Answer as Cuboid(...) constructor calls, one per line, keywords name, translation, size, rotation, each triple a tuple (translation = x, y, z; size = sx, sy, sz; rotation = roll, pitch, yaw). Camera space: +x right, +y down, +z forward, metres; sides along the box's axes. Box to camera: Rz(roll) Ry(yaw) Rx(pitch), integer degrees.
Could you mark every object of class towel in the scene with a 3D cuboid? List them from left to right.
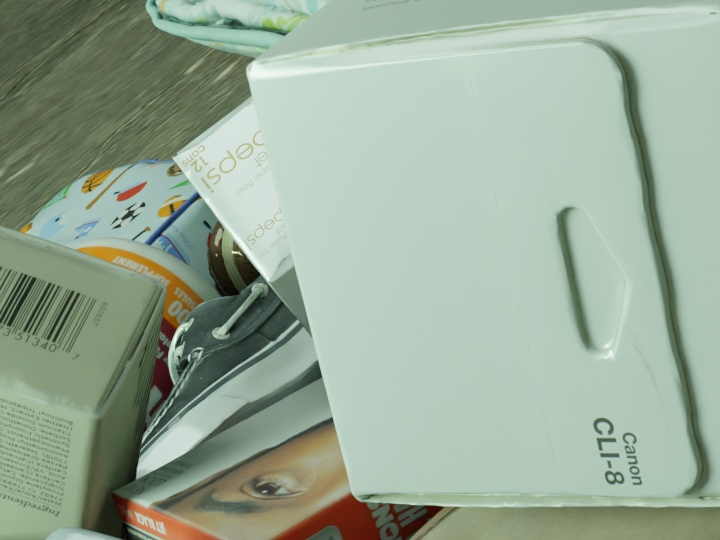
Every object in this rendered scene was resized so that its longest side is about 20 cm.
Cuboid(name="towel", translation=(-0.001, -0.119, 1.110), size=(0.200, 0.171, 0.048), rotation=(24, 97, 55))

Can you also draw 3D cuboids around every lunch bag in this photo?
Cuboid(name="lunch bag", translation=(-0.152, 0.009, 1.195), size=(0.200, 0.076, 0.160), rotation=(-8, 34, 49))

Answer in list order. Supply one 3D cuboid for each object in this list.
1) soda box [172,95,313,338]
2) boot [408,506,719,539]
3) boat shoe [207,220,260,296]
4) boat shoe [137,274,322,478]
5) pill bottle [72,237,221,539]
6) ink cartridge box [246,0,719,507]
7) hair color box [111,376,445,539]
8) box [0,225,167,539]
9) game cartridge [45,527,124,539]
Cuboid(name="soda box", translation=(0.000, 0.000, 0.802), size=(0.064, 0.200, 0.068), rotation=(-38, 63, -1))
Cuboid(name="boot", translation=(0.094, 0.097, 0.586), size=(0.200, 0.070, 0.146), rotation=(-27, 17, -1))
Cuboid(name="boat shoe", translation=(-0.038, -0.027, 1.108), size=(0.075, 0.075, 0.202), rotation=(-21, 11, 30))
Cuboid(name="boat shoe", translation=(-0.053, 0.043, 0.926), size=(0.068, 0.072, 0.200), rotation=(30, 53, 21))
Cuboid(name="pill bottle", translation=(-0.144, 0.084, 0.947), size=(0.113, 0.113, 0.200), rotation=(-16, 27, 41))
Cuboid(name="ink cartridge box", translation=(0.081, -0.036, 0.635), size=(0.144, 0.146, 0.200), rotation=(-4, 22, 26))
Cuboid(name="hair color box", translation=(0.027, 0.066, 0.728), size=(0.200, 0.064, 0.111), rotation=(-29, 18, -25))
Cuboid(name="box", translation=(-0.127, 0.078, 0.758), size=(0.200, 0.082, 0.068), rotation=(107, -176, -48))
Cuboid(name="game cartridge", translation=(-0.049, 0.158, 0.580), size=(0.200, 0.042, 0.133), rotation=(28, 69, 31))
